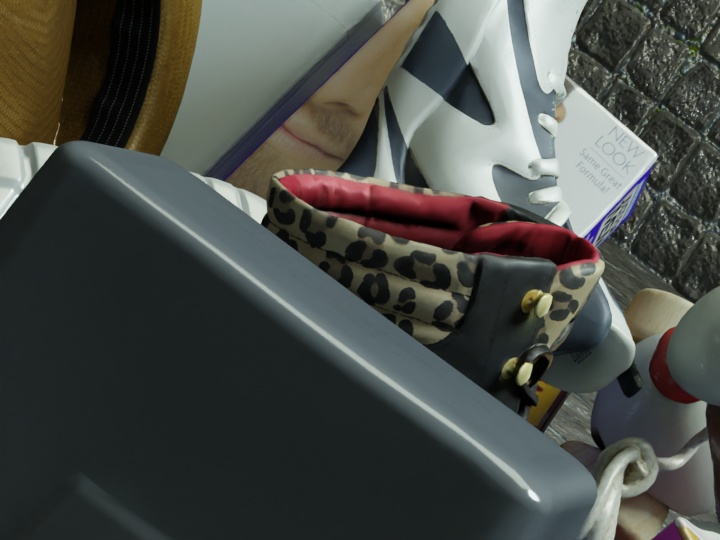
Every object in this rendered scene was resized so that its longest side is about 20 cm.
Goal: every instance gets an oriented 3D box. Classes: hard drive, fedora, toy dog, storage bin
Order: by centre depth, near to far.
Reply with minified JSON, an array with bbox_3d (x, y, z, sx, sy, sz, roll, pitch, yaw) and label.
[{"bbox_3d":[-0.044,0.063,0.696,0.199,0.135,0.145,35,8,14],"label":"storage bin"},{"bbox_3d":[-0.131,-0.090,0.905,0.081,0.202,0.200,17,-2,30],"label":"fedora"},{"bbox_3d":[0.134,0.059,0.968,0.096,0.132,0.200,29,6,-2],"label":"toy dog"},{"bbox_3d":[-0.106,-0.065,1.006,0.132,0.200,0.026,37,-18,22],"label":"hard drive"}]

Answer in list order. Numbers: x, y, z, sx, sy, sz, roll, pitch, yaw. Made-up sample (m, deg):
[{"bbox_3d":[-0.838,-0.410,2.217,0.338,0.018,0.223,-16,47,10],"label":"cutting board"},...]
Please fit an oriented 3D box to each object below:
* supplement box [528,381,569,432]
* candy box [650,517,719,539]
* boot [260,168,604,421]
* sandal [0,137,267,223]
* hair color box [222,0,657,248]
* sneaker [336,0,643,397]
[{"bbox_3d":[-0.019,0.022,1.071,0.199,0.131,0.103,34,7,6],"label":"supplement box"},{"bbox_3d":[0.155,0.145,0.736,0.199,0.061,0.137,10,44,-45],"label":"candy box"},{"bbox_3d":[0.041,0.063,0.786,0.199,0.152,0.073,15,16,-1],"label":"boot"},{"bbox_3d":[-0.082,0.005,0.838,0.201,0.050,0.083,19,52,-12],"label":"sandal"},{"bbox_3d":[0.000,0.000,0.973,0.109,0.200,0.065,42,-19,9],"label":"hair color box"},{"bbox_3d":[0.057,-0.020,0.911,0.129,0.200,0.080,35,-18,5],"label":"sneaker"}]
